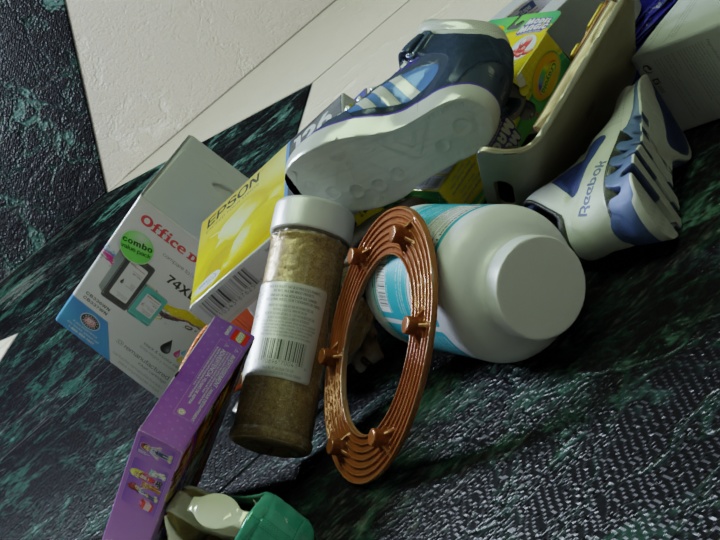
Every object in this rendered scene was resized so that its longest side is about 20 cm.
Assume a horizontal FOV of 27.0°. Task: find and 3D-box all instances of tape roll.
[{"bbox_3d":[0.175,-0.224,1.466,0.200,0.066,0.201,-38,13,10],"label":"tape roll"}]

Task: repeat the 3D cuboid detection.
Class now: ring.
[{"bbox_3d":[0.007,0.052,1.082,0.200,0.019,0.203,-169,90,-70],"label":"ring"}]

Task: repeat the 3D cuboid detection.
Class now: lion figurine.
[{"bbox_3d":[-0.063,0.071,1.301,0.123,0.072,0.199,-57,28,-15],"label":"lion figurine"}]

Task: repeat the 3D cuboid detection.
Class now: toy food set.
[{"bbox_3d":[0.157,-0.140,1.189,0.201,0.060,0.144,-59,-20,-14],"label":"toy food set"}]

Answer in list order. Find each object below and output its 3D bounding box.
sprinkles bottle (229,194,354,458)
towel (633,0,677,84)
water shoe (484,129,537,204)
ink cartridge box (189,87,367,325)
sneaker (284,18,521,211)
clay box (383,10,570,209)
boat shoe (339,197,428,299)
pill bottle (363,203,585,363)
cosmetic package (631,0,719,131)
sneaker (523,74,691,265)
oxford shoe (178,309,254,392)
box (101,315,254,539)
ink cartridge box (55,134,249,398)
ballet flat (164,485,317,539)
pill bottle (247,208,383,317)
[{"bbox_3d":[-0.054,0.044,1.195,0.068,0.068,0.203,-15,59,54],"label":"sprinkles bottle"},{"bbox_3d":[0.261,-0.229,1.476,0.200,0.050,0.147,-43,17,-17],"label":"towel"},{"bbox_3d":[0.099,-0.064,1.332,0.199,0.072,0.079,-36,11,4],"label":"water shoe"},{"bbox_3d":[-0.072,-0.069,1.371,0.197,0.047,0.201,-41,28,23],"label":"ink cartridge box"},{"bbox_3d":[0.037,-0.136,1.231,0.198,0.081,0.147,-21,34,28],"label":"sneaker"},{"bbox_3d":[0.100,-0.132,1.282,0.201,0.048,0.114,-55,28,-17],"label":"clay box"},{"bbox_3d":[0.000,0.000,1.281,0.199,0.065,0.074,-20,30,48],"label":"boat shoe"},{"bbox_3d":[0.084,0.008,1.089,0.111,0.111,0.200,-42,17,-15],"label":"pill bottle"},{"bbox_3d":[0.325,-0.193,1.175,0.113,0.081,0.199,-48,19,-31],"label":"cosmetic package"},{"bbox_3d":[0.181,-0.068,1.142,0.114,0.081,0.200,-27,21,29],"label":"sneaker"},{"bbox_3d":[-0.116,0.074,1.464,0.200,0.071,0.073,-44,-2,-42],"label":"oxford shoe"},{"bbox_3d":[-0.147,0.150,1.155,0.137,0.039,0.201,-60,-5,-49],"label":"box"},{"bbox_3d":[-0.193,-0.004,1.577,0.200,0.146,0.146,-50,6,34],"label":"ink cartridge box"},{"bbox_3d":[-0.101,0.183,1.081,0.068,0.070,0.199,-53,20,-25],"label":"ballet flat"},{"bbox_3d":[-0.036,-0.027,1.457,0.111,0.112,0.201,-24,21,40],"label":"pill bottle"}]
